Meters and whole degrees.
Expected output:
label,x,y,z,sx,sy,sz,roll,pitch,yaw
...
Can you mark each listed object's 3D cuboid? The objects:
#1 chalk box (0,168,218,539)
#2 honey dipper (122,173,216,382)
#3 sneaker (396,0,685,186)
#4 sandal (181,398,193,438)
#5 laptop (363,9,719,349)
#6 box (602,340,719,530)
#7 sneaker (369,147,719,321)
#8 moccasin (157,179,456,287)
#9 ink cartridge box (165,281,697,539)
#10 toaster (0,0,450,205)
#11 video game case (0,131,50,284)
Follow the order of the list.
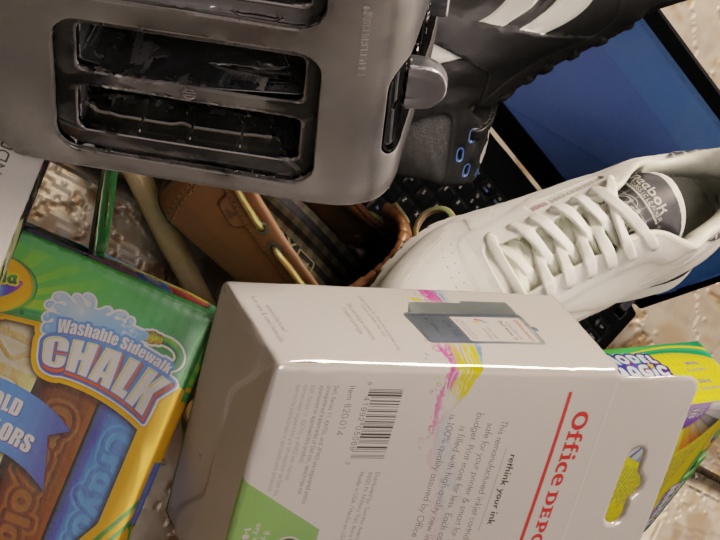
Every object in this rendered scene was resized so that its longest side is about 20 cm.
label,x,y,z,sx,sy,sz,roll,pitch,yaw
chalk box,-0.134,0.045,0.900,0.123,0.125,0.201,24,90,-2
honey dipper,-0.085,-0.006,0.983,0.038,0.038,0.201,-30,108,-18
sneaker,0.071,-0.098,0.955,0.199,0.073,0.112,-6,113,-1
sandal,-0.013,0.127,0.930,0.080,0.200,0.054,-12,133,-42
laptop,0.095,-0.011,1.028,0.200,0.103,0.177,-46,114,-11
box,0.107,0.092,1.031,0.199,0.048,0.118,0,134,-43
sneaker,0.090,-0.010,0.935,0.199,0.080,0.077,-25,84,-29
moccasin,0.001,-0.001,0.973,0.201,0.078,0.074,45,50,-18
ink cartridge box,0.030,0.073,0.871,0.199,0.067,0.118,3,117,-27
toaster,-0.057,-0.135,0.781,0.199,0.119,0.181,9,139,1
video game case,-0.219,-0.070,0.817,0.199,0.036,0.182,21,47,-7
